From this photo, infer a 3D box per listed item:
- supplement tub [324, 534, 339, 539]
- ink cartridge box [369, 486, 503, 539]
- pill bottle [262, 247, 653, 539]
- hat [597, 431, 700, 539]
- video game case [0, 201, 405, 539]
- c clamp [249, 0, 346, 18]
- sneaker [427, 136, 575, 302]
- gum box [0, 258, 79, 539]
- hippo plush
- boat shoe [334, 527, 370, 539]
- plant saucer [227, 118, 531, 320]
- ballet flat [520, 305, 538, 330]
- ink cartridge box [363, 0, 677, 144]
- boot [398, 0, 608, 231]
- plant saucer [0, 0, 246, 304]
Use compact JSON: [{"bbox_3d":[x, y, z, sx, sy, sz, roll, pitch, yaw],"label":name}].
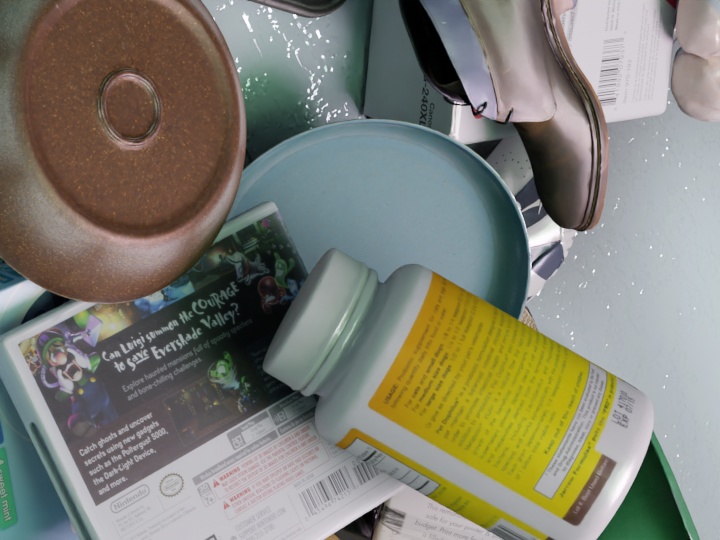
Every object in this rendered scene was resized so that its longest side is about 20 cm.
[{"bbox_3d":[-0.044,0.223,1.455,0.145,0.200,0.145,-33,149,-23],"label":"supplement tub"},{"bbox_3d":[0.072,0.140,1.516,0.068,0.116,0.200,-76,-178,-67],"label":"ink cartridge box"},{"bbox_3d":[0.051,0.069,1.396,0.200,0.109,0.109,30,80,-6],"label":"pill bottle"},{"bbox_3d":[0.130,0.195,1.705,0.176,0.200,0.166,-22,165,-1],"label":"hat"},{"bbox_3d":[-0.085,0.080,1.395,0.200,0.023,0.182,-29,96,-37],"label":"video game case"},{"bbox_3d":[-0.045,-0.230,1.437,0.200,0.027,0.171,2,95,-49],"label":"c clamp"},{"bbox_3d":[0.057,-0.021,1.581,0.199,0.079,0.130,-57,145,0],"label":"sneaker"},{"bbox_3d":[-0.167,0.068,1.408,0.200,0.045,0.170,-27,122,-39],"label":"gum box"},{"bbox_3d":[0.293,-0.164,1.653,0.200,0.161,0.159,-35,134,-74],"label":"hippo plush"},{"bbox_3d":[0.032,0.218,1.652,0.200,0.072,0.060,30,81,-42],"label":"boat shoe"},{"bbox_3d":[0.000,0.000,1.504,0.200,0.027,0.200,-3,115,-7],"label":"plant saucer"},{"bbox_3d":[0.095,0.114,1.575,0.068,0.075,0.200,-8,114,-47],"label":"ballet flat"},{"bbox_3d":[0.102,-0.163,1.573,0.200,0.083,0.145,-10,112,-43],"label":"ink cartridge box"},{"bbox_3d":[0.079,-0.102,1.472,0.097,0.075,0.200,-24,114,-23],"label":"boot"},{"bbox_3d":[-0.130,-0.083,1.350,0.200,0.037,0.201,6,81,-40],"label":"plant saucer"}]
